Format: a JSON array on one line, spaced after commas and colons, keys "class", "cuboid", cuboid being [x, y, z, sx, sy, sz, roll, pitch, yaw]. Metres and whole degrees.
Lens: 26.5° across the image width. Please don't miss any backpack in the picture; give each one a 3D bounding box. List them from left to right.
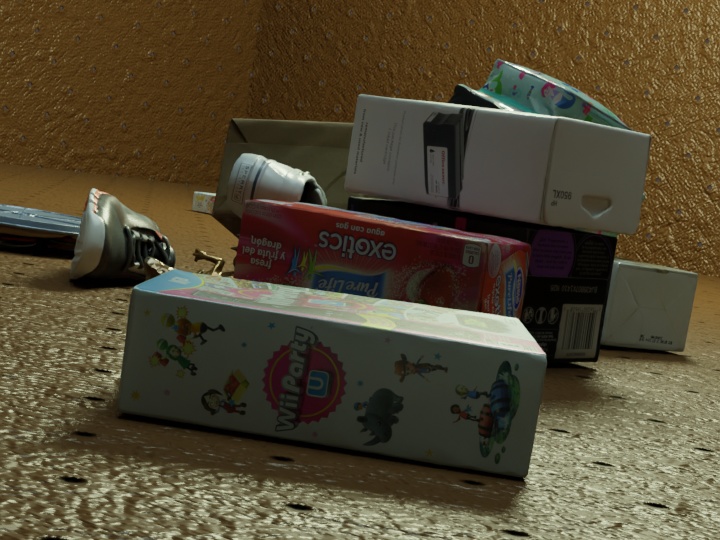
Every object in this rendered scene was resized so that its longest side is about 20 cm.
[{"class": "backpack", "cuboid": [0.184, -0.108, 1.513, 0.200, 0.151, 0.177, 34, 2, -34]}]

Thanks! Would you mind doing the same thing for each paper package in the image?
[{"class": "paper package", "cuboid": [-0.024, -0.064, 1.517, 0.190, 0.104, 0.200, 3, -18, 22]}]

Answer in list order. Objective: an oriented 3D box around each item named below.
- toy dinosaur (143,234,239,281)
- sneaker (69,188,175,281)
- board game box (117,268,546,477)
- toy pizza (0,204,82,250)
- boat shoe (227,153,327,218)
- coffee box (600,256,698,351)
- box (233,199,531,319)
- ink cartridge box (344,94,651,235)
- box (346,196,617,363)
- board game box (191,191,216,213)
[{"class": "toy dinosaur", "cuboid": [-0.079, 0.012, 1.275, 0.199, 0.061, 0.106, -1, 16, 3]}, {"class": "sneaker", "cuboid": [-0.199, -0.025, 1.323, 0.082, 0.077, 0.200, 15, 5, -2]}, {"class": "board game box", "cuboid": [-0.013, 0.048, 0.787, 0.199, 0.065, 0.148, 8, 4, 0]}, {"class": "toy pizza", "cuboid": [-0.341, -0.042, 1.530, 0.199, 0.032, 0.200, 10, 4, -1]}, {"class": "boat shoe", "cuboid": [-0.063, -0.052, 1.313, 0.067, 0.074, 0.200, 18, 1, 9]}, {"class": "coffee box", "cuboid": [0.212, 0.020, 1.488, 0.114, 0.080, 0.200, 8, 4, -37]}, {"class": "box", "cuboid": [0.014, 0.009, 1.130, 0.199, 0.096, 0.100, 11, 5, 24]}, {"class": "ink cartridge box", "cuboid": [0.111, -0.086, 1.227, 0.200, 0.085, 0.144, 13, 7, 40]}, {"class": "box", "cuboid": [0.090, 0.006, 1.247, 0.122, 0.106, 0.200, 4, 7, -45]}, {"class": "board game box", "cuboid": [-0.177, -0.104, 2.676, 0.200, 0.034, 0.134, 12, 5, 36]}]
